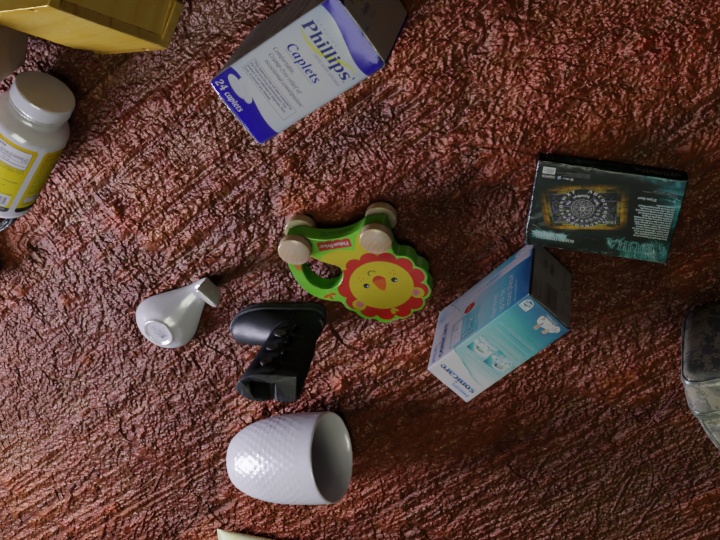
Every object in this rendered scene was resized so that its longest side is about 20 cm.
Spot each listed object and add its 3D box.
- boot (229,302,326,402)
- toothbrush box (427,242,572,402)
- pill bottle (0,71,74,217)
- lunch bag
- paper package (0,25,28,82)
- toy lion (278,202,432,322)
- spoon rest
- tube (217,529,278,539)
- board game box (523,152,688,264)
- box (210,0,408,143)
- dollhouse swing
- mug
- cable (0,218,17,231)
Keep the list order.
[{"bbox_3d":[-0.145,0.127,1.608,0.164,0.200,0.066,-12,120,19],"label":"boot"},{"bbox_3d":[0.199,0.072,1.533,0.085,0.147,0.200,40,123,-14],"label":"toothbrush box"},{"bbox_3d":[-0.482,-0.179,1.522,0.112,0.113,0.200,33,123,-10],"label":"pill bottle"},{"bbox_3d":[0.529,0.154,1.489,0.139,0.200,0.168,-12,116,22],"label":"lunch bag"},{"bbox_3d":[-0.504,-0.338,1.383,0.103,0.191,0.200,21,124,1],"label":"paper package"},{"bbox_3d":[0.000,0.000,1.585,0.199,0.069,0.192,-7,129,16],"label":"toy lion"},{"bbox_3d":[-0.281,0.063,1.692,0.099,0.061,0.200,44,134,-16],"label":"spoon rest"},{"bbox_3d":[-0.165,0.515,1.965,0.199,0.052,0.058,6,83,12],"label":"tube"},{"bbox_3d":[0.332,-0.084,1.472,0.199,0.028,0.136,9,125,5],"label":"board game box"},{"bbox_3d":[-0.058,-0.277,1.334,0.200,0.184,0.105,-28,112,27],"label":"box"},{"bbox_3d":[-0.335,-0.383,1.340,0.181,0.200,0.176,4,89,34],"label":"dollhouse swing"},{"bbox_3d":[-0.111,0.319,1.777,0.175,0.148,0.200,-7,152,25],"label":"mug"},{"bbox_3d":[-0.593,-0.046,1.700,0.097,0.050,0.200,32,113,11],"label":"cable"}]
